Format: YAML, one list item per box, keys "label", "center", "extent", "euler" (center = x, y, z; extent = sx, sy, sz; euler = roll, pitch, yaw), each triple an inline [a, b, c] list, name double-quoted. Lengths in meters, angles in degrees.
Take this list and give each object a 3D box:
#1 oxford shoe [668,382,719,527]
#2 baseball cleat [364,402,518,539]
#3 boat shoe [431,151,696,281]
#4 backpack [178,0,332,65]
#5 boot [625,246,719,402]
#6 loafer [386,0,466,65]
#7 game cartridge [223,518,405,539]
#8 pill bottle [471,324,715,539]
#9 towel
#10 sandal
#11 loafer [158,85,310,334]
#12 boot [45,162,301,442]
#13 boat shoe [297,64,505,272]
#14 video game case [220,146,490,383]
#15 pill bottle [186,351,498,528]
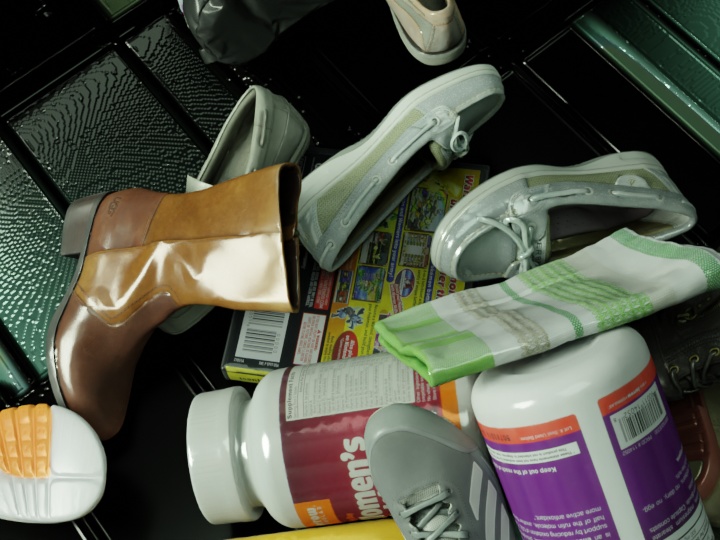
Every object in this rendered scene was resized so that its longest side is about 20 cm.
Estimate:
- label: "oxford shoe"
  center: [0.231, 0.088, 0.842]
  extent: [0.070, 0.075, 0.202]
  euler: [-24, 42, 36]
- label: "baseball cleat"
  center: [0.065, 0.174, 0.711]
  extent: [0.069, 0.201, 0.107]
  euler: [-29, 19, 17]
- label: "boat shoe"
  center: [0.148, -0.033, 0.868]
  extent: [0.200, 0.075, 0.065]
  euler: [-13, 41, -20]
- label: "backpack"
  center: [-0.104, -0.294, 1.006]
  extent: [0.166, 0.127, 0.201]
  euler: [-30, 57, 5]
- label: "boot"
  center: [0.224, 0.064, 0.766]
  extent: [0.173, 0.069, 0.201]
  euler: [-31, 36, 18]
- label: "loafer"
  center: [0.034, -0.269, 1.022]
  extent: [0.071, 0.063, 0.201]
  euler: [-26, 65, -8]
- label: "game cartridge"
  center: [-0.020, 0.258, 0.776]
  extent: [0.197, 0.033, 0.178]
  euler: [-6, 64, -1]
- label: "pill bottle"
  center: [0.149, 0.141, 0.723]
  extent: [0.111, 0.112, 0.202]
  euler: [-22, 99, -6]
- label: "towel"
  center: [0.116, 0.018, 0.760]
  extent: [0.198, 0.149, 0.031]
  euler: [-18, 99, -10]
- label: "sandal"
  center: [-0.254, 0.140, 0.857]
  extent: [0.205, 0.059, 0.080]
  euler: [-2, 71, 28]
- label: "loafer"
  center: [-0.112, -0.048, 0.909]
  extent: [0.070, 0.070, 0.202]
  euler: [18, 76, 41]
- label: "boot"
  center: [-0.123, 0.028, 0.842]
  extent: [0.198, 0.068, 0.191]
  euler: [-4, 73, 29]
- label: "boat shoe"
  center: [0.034, -0.080, 0.903]
  extent: [0.201, 0.075, 0.065]
  euler: [-36, 71, -9]
- label: "video game case"
  center: [0.000, 0.000, 0.917]
  extent: [0.178, 0.026, 0.202]
  euler: [7, 64, 8]
- label: "pill bottle"
  center: [-0.011, 0.115, 0.810]
  extent: [0.198, 0.110, 0.111]
  euler: [-10, 63, 9]
